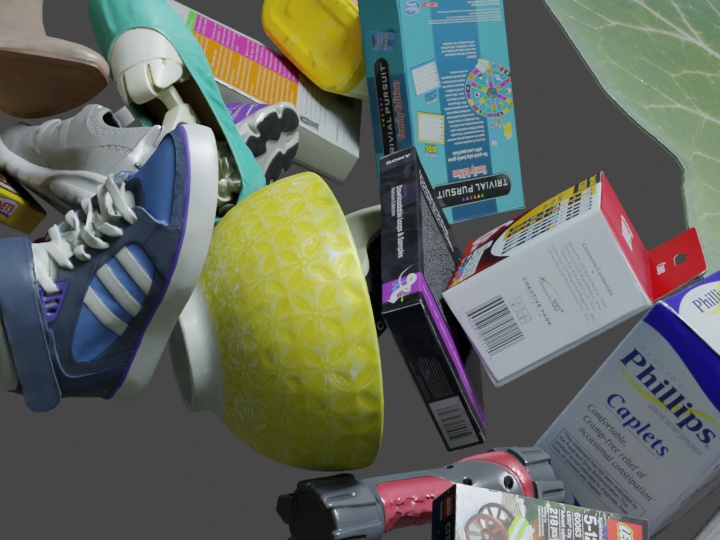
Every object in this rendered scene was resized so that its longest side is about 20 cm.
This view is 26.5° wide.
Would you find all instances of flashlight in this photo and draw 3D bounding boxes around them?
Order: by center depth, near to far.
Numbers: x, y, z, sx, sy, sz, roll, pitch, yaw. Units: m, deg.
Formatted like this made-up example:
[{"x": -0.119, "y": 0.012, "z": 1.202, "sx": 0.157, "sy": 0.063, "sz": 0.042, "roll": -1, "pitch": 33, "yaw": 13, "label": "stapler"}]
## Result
[{"x": 0.047, "y": 0.158, "z": 1.020, "sx": 0.200, "sy": 0.068, "sz": 0.068, "roll": -2, "pitch": 60, "yaw": -41, "label": "flashlight"}]

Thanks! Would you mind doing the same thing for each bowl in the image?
[{"x": -0.067, "y": 0.043, "z": 0.992, "sx": 0.107, "sy": 0.200, "sz": 0.200, "roll": -12, "pitch": 48, "yaw": -15, "label": "bowl"}]

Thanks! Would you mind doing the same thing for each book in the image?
[{"x": -0.093, "y": -0.162, "z": 1.339, "sx": 0.200, "sy": 0.048, "sz": 0.134, "roll": 25, "pitch": 30, "yaw": -13, "label": "book"}]

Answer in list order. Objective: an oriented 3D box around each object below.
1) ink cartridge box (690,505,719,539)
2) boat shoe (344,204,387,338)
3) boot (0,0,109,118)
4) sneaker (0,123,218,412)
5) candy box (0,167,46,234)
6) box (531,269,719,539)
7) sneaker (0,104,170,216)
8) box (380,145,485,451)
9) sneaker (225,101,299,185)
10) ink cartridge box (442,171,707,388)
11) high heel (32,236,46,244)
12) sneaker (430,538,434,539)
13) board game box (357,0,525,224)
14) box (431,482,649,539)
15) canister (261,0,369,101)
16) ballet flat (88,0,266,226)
[{"x": 0.286, "y": 0.216, "z": 0.989, "sx": 0.146, "sy": 0.147, "sz": 0.200, "roll": 40, "pitch": -1, "yaw": 10, "label": "ink cartridge box"}, {"x": -0.003, "y": 0.001, "z": 1.191, "sx": 0.201, "sy": 0.074, "sz": 0.063, "roll": -71, "pitch": 141, "yaw": -67, "label": "boat shoe"}, {"x": -0.261, "y": -0.184, "z": 1.131, "sx": 0.200, "sy": 0.070, "sz": 0.146, "roll": -2, "pitch": 50, "yaw": 17, "label": "boot"}, {"x": -0.181, "y": -0.009, "z": 0.927, "sx": 0.146, "sy": 0.200, "sz": 0.081, "roll": 11, "pitch": 27, "yaw": -25, "label": "sneaker"}, {"x": -0.288, "y": -0.084, "z": 1.005, "sx": 0.102, "sy": 0.026, "sz": 0.200, "roll": 42, "pitch": 2, "yaw": 18, "label": "candy box"}, {"x": 0.240, "y": 0.102, "z": 1.126, "sx": 0.105, "sy": 0.200, "sz": 0.184, "roll": 46, "pitch": 36, "yaw": 18, "label": "box"}, {"x": -0.186, "y": -0.077, "z": 1.060, "sx": 0.200, "sy": 0.082, "sz": 0.075, "roll": 22, "pitch": -14, "yaw": 50, "label": "sneaker"}, {"x": 0.054, "y": 0.018, "z": 1.161, "sx": 0.200, "sy": 0.036, "sz": 0.143, "roll": -87, "pitch": 156, "yaw": -53, "label": "box"}, {"x": -0.134, "y": -0.084, "z": 1.198, "sx": 0.083, "sy": 0.081, "sz": 0.200, "roll": 17, "pitch": 27, "yaw": 33, "label": "sneaker"}, {"x": 0.166, "y": -0.009, "z": 1.172, "sx": 0.084, "sy": 0.175, "sz": 0.200, "roll": 60, "pitch": 13, "yaw": -6, "label": "ink cartridge box"}, {"x": -0.135, "y": -0.017, "z": 1.090, "sx": 0.096, "sy": 0.067, "sz": 0.200, "roll": 51, "pitch": 40, "yaw": 9, "label": "high heel"}, {"x": 0.106, "y": 0.228, "z": 0.975, "sx": 0.201, "sy": 0.067, "sz": 0.108, "roll": 7, "pitch": 38, "yaw": -37, "label": "sneaker"}, {"x": 0.072, "y": -0.142, "z": 1.332, "sx": 0.047, "sy": 0.201, "sz": 0.151, "roll": -1, "pitch": 8, "yaw": 42, "label": "board game box"}, {"x": 0.109, "y": 0.238, "z": 0.916, "sx": 0.136, "sy": 0.038, "sz": 0.200, "roll": 12, "pitch": 60, "yaw": -17, "label": "box"}, {"x": 0.021, "y": -0.209, "z": 1.416, "sx": 0.200, "sy": 0.087, "sz": 0.149, "roll": 5, "pitch": 34, "yaw": -50, "label": "canister"}, {"x": -0.132, "y": -0.117, "z": 1.084, "sx": 0.200, "sy": 0.067, "sz": 0.070, "roll": 58, "pitch": 18, "yaw": -12, "label": "ballet flat"}]
